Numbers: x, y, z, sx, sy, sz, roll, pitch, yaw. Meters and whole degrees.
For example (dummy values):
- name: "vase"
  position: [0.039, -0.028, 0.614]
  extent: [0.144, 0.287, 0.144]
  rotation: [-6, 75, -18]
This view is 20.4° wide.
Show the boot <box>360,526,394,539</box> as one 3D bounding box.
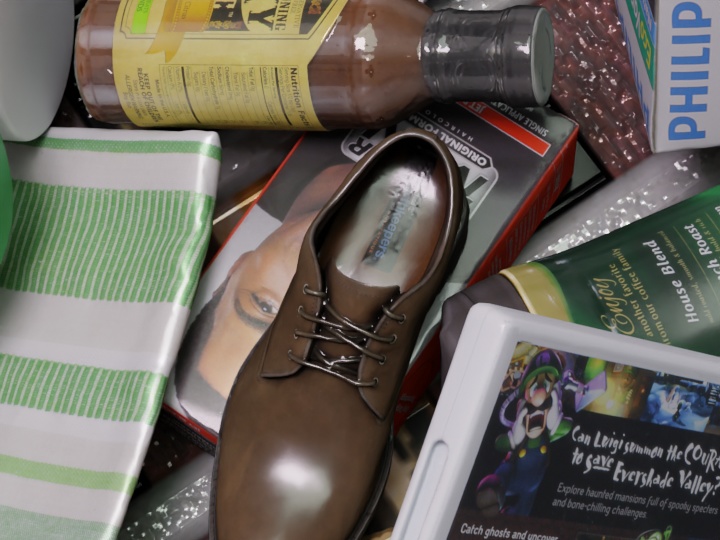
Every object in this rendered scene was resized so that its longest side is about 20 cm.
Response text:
- name: "boot"
  position: [0.029, 0.181, 0.794]
  extent: [0.198, 0.073, 0.157]
  rotation: [-14, 69, 6]

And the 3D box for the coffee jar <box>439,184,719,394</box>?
- name: "coffee jar"
  position: [0.126, 0.024, 0.819]
  extent: [0.199, 0.104, 0.086]
  rotation: [-22, 65, -10]

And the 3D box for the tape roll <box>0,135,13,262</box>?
- name: "tape roll"
  position: [-0.242, -0.044, 0.822]
  extent: [0.199, 0.201, 0.048]
  rotation: [20, 40, 10]

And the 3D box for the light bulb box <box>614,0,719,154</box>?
- name: "light bulb box"
  position: [0.204, -0.167, 0.843]
  extent: [0.198, 0.125, 0.199]
  rotation: [-7, 46, 1]

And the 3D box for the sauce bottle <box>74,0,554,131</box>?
- name: "sauce bottle"
  position: [-0.019, -0.090, 0.834]
  extent: [0.198, 0.065, 0.065]
  rotation: [2, 71, 17]

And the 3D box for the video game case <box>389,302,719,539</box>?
- name: "video game case"
  position: [0.083, 0.114, 0.736]
  extent: [0.023, 0.199, 0.183]
  rotation: [27, 100, 46]

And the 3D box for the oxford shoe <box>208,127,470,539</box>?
- name: "oxford shoe"
  position: [-0.013, 0.033, 0.781]
  extent: [0.072, 0.084, 0.201]
  rotation: [17, 75, 6]

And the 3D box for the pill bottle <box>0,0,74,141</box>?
- name: "pill bottle"
  position: [-0.235, -0.115, 0.883]
  extent: [0.198, 0.114, 0.115]
  rotation: [6, 72, 12]

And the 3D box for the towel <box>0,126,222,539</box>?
- name: "towel"
  position: [-0.137, 0.032, 0.849]
  extent: [0.152, 0.023, 0.201]
  rotation: [4, 69, 38]

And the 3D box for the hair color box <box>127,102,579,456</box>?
- name: "hair color box"
  position: [0.000, 0.000, 0.866]
  extent: [0.101, 0.061, 0.201]
  rotation: [32, 77, 12]

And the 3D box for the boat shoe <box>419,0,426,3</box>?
- name: "boat shoe"
  position: [0.023, -0.160, 0.909]
  extent: [0.066, 0.074, 0.201]
  rotation: [18, 72, 19]
